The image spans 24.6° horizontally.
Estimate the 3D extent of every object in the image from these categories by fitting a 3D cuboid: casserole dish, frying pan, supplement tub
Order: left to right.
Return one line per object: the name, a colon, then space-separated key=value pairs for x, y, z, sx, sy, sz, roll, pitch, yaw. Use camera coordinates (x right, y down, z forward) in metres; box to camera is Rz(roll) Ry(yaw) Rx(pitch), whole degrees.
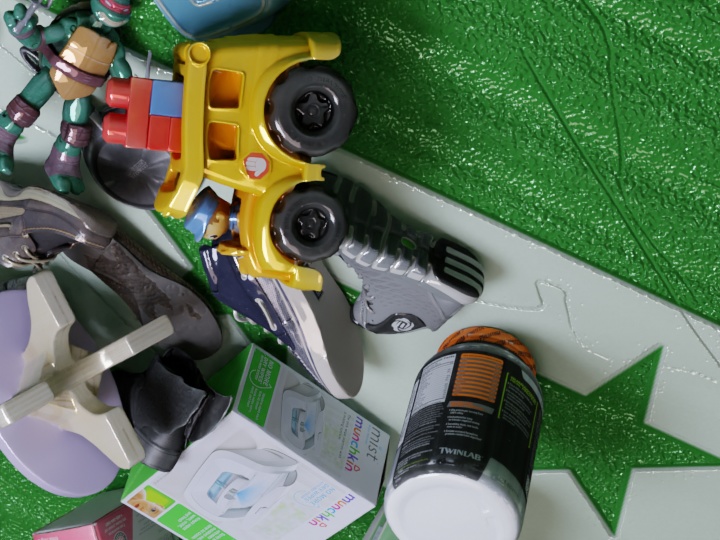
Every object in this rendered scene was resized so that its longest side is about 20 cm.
frying pan: x=-0.208 y=-0.124 z=1.438 sx=0.114 sy=0.031 sz=0.191 roll=-13 pitch=127 yaw=22
casserole dish: x=-0.135 y=-0.260 z=1.298 sx=0.120 sy=0.039 sz=0.201 roll=-17 pitch=121 yaw=26
supplement tub: x=0.096 y=0.150 z=1.462 sx=0.122 sy=0.201 sz=0.123 roll=8 pitch=130 yaw=10

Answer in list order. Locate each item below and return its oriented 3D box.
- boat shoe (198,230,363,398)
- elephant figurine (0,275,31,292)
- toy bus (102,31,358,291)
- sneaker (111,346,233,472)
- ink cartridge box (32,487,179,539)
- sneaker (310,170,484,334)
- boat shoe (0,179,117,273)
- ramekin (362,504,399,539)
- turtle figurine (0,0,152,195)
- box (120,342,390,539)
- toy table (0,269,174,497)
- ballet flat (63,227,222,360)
boat shoe: x=-0.071 y=0.034 z=1.506 sx=0.092 sy=0.075 sz=0.201 roll=-9 pitch=118 yaw=30
elephant figurine: x=-0.342 y=0.064 z=1.570 sx=0.141 sy=0.155 sz=0.201 roll=-19 pitch=95 yaw=-11
toy bus: x=-0.107 y=-0.089 z=1.291 sx=0.190 sy=0.136 sz=0.202 roll=1 pitch=98 yaw=-15
sneaker: x=-0.185 y=0.115 z=1.556 sx=0.060 sy=0.200 sz=0.105 roll=19 pitch=105 yaw=-30
ink cartridge box: x=-0.241 y=0.337 z=1.694 sx=0.082 sy=0.146 sz=0.202 roll=-13 pitch=95 yaw=24
sneaker: x=0.000 y=0.000 z=1.451 sx=0.199 sy=0.075 sz=0.116 roll=30 pitch=132 yaw=-11
boat shoe: x=-0.284 y=-0.033 z=1.450 sx=0.074 sy=0.074 sz=0.199 roll=21 pitch=175 yaw=-42
ramekin: x=0.048 y=0.290 z=1.597 sx=0.097 sy=0.200 sz=0.201 roll=29 pitch=131 yaw=0
turtle figurine: x=-0.231 y=-0.164 z=1.360 sx=0.149 sy=0.101 sz=0.201 roll=27 pitch=114 yaw=-15
box: x=-0.102 y=0.192 z=1.610 sx=0.176 sy=0.097 sz=0.200 roll=36 pitch=130 yaw=-19
toy table: x=-0.261 y=0.100 z=1.474 sx=0.200 sy=0.184 sz=0.117 roll=53 pitch=145 yaw=-9
ballet flat: x=-0.204 y=0.010 z=1.539 sx=0.067 sy=0.046 sz=0.200 roll=-42 pitch=116 yaw=12
